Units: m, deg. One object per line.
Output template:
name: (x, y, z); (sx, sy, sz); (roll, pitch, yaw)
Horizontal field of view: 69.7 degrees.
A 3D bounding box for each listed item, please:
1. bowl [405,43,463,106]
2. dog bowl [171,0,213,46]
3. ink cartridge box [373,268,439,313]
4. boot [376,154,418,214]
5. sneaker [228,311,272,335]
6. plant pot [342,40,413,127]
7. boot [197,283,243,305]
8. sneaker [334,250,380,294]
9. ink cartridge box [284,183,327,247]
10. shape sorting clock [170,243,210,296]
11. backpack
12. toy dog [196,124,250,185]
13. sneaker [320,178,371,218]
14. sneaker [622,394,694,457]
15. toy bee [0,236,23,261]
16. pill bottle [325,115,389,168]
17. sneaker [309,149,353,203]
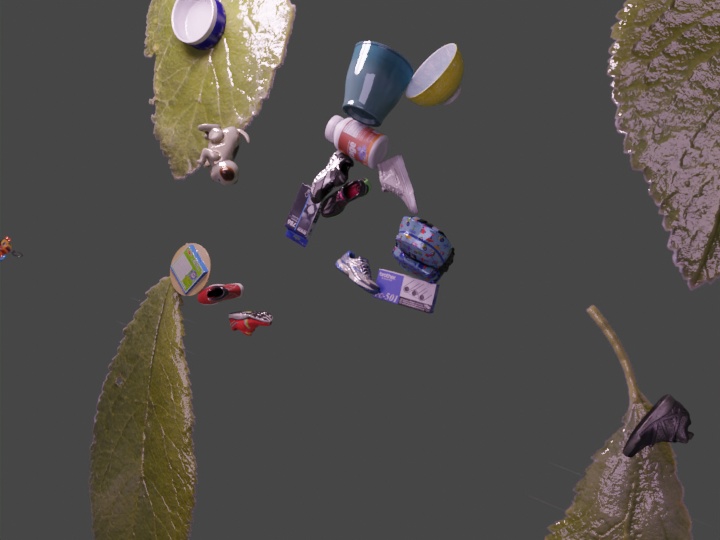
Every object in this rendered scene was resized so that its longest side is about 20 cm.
bowl: (0.242, -0.561, 1.550); (0.107, 0.201, 0.200); (37, 110, -26)
dog bowl: (-0.605, -0.940, 1.935); (0.197, 0.079, 0.204); (0, 90, 23)
ink cartridge box: (0.145, 0.065, 1.645); (0.197, 0.044, 0.096); (16, 95, 23)
boot: (0.115, -0.259, 1.633); (0.094, 0.074, 0.203); (-19, 75, 8)
sneaker: (-0.392, 0.193, 1.867); (0.197, 0.077, 0.087); (0, 96, 33)
plant pot: (0.039, -0.554, 1.580); (0.198, 0.200, 0.191); (21, 87, 21)
boot: (-0.545, 0.087, 1.886); (0.197, 0.144, 0.074); (-12, 88, 24)
sneaker: (0.000, 0.000, 1.675); (0.199, 0.077, 0.086); (39, 92, 35)
ink cartridge box: (-0.196, -0.190, 1.791); (0.098, 0.039, 0.203); (27, 102, 20)
shape sorting clock: (-0.652, -0.003, 1.986); (0.197, 0.039, 0.204); (-3, 84, 27)
backpack: (0.181, -0.067, 1.533); (0.181, 0.200, 0.136); (31, 83, 19)
toy dog: (-0.496, -0.410, 1.880); (0.190, 0.139, 0.204); (-4, 87, -14)
sneaker: (-0.060, -0.246, 1.707); (0.199, 0.084, 0.078); (-34, 77, 20)
sneaker: (0.787, 0.436, 1.358); (0.114, 0.076, 0.200); (42, 101, 23)
toy bee: (-1.664, -0.099, 2.395); (0.131, 0.197, 0.110); (123, 144, -48)
pill bottle: (-0.013, -0.420, 1.671); (0.198, 0.112, 0.113); (32, 102, 20)
sneaker: (-0.090, -0.301, 1.700); (0.090, 0.066, 0.202); (30, 85, 37)
